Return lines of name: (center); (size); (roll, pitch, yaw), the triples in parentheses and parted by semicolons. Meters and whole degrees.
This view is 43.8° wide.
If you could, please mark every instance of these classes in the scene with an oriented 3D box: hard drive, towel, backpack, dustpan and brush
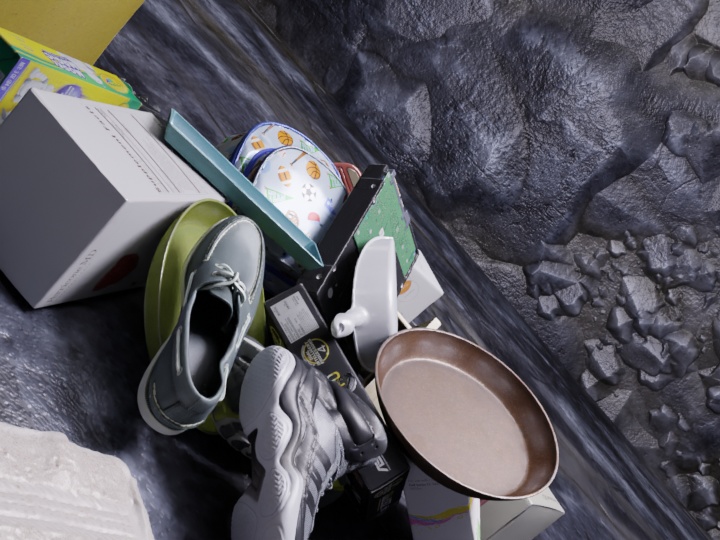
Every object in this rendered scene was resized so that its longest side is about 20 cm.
hard drive: (0.000, 0.000, 0.982); (0.201, 0.037, 0.141); (-60, 145, -35)
towel: (-0.186, 0.147, 0.502); (0.199, 0.034, 0.133); (32, 21, -52)
backpack: (-0.103, -0.066, 0.999); (0.199, 0.152, 0.193); (38, 52, -38)
dustpan and brush: (0.006, 0.042, 0.881); (0.200, 0.056, 0.142); (-56, 144, -84)

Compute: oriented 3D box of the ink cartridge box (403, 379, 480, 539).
ink cartridge box: (0.081, 0.195, 0.909); (0.118, 0.066, 0.203); (-80, 162, -56)

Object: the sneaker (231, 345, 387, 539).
sneaker: (-0.035, 0.163, 0.693); (0.112, 0.075, 0.203); (16, 60, -33)

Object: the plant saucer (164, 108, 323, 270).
plant saucer: (-0.113, -0.074, 0.862); (0.200, 0.019, 0.070); (45, 8, -22)

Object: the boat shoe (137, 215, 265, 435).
boat shoe: (-0.107, 0.031, 0.691); (0.073, 0.061, 0.202); (38, 47, -23)

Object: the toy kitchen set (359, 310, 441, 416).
toy kitchen set: (-0.008, 0.124, 1.067); (0.164, 0.180, 0.200); (50, -27, -4)

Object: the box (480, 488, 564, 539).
box: (0.145, 0.248, 1.131); (0.127, 0.109, 0.201); (30, 22, -55)

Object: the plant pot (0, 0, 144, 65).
plant pot: (-0.357, -0.294, 0.876); (0.195, 0.195, 0.200); (48, 22, -1)

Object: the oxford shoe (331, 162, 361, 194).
oxford shoe: (-0.092, -0.093, 1.139); (0.075, 0.197, 0.072); (-99, 171, -74)

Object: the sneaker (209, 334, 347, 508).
sneaker: (-0.084, 0.129, 0.796); (0.202, 0.074, 0.085); (63, -7, -30)

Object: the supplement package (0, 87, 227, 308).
supplement package: (-0.224, -0.060, 0.765); (0.120, 0.121, 0.200); (47, 13, 6)

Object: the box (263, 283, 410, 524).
box: (-0.025, 0.132, 0.862); (0.202, 0.049, 0.162); (58, -13, 20)

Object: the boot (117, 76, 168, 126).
boot: (-0.232, -0.139, 1.071); (0.199, 0.073, 0.162); (50, 9, 36)

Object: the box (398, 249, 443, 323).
box: (-0.012, -0.001, 1.223); (0.200, 0.152, 0.107); (40, 15, -35)

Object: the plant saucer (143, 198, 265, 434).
plant saucer: (-0.136, 0.040, 0.782); (0.200, 0.030, 0.204); (-4, 90, -72)

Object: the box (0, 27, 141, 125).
box: (-0.280, -0.133, 0.798); (0.048, 0.118, 0.200); (44, 12, 13)

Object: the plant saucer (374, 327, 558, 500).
plant saucer: (0.095, 0.138, 0.842); (0.197, 0.035, 0.202); (22, 33, -15)
